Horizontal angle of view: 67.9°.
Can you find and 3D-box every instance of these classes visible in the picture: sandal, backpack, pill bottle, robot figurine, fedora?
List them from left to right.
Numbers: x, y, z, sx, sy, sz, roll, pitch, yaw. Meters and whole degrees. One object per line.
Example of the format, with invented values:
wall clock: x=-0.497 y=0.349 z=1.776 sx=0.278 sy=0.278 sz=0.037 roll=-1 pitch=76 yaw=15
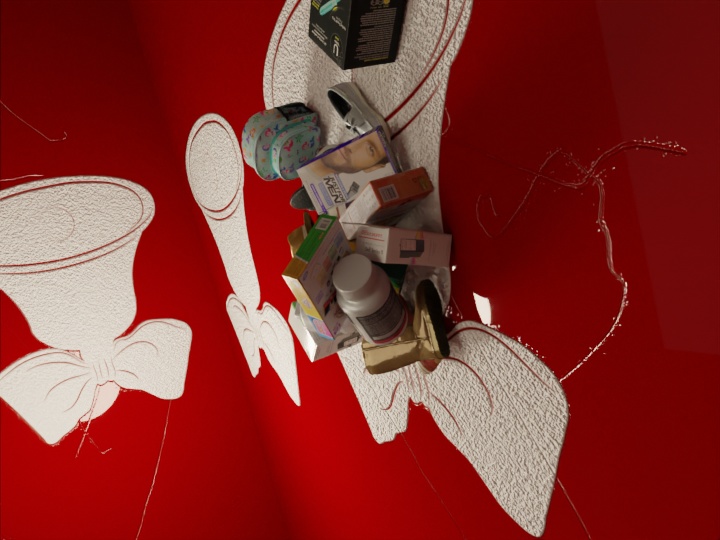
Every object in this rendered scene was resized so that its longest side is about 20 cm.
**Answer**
backpack: x=-0.203 y=-0.326 z=1.388 sx=0.151 sy=0.197 sz=0.180 roll=50 pitch=145 yaw=35
fedora: x=-0.154 y=-0.067 z=1.508 sx=0.201 sy=0.080 sz=0.205 roll=-18 pitch=-89 yaw=-89
sandal: x=-0.094 y=-0.222 z=1.320 sx=0.199 sy=0.075 sz=0.049 roll=-36 pitch=48 yaw=21
robot figurine: x=-0.065 y=0.092 z=1.280 sx=0.197 sy=0.169 sz=0.115 roll=-2 pitch=71 yaw=35
pill bottle: x=0.017 y=0.056 z=1.049 sx=0.111 sy=0.110 sz=0.201 roll=47 pitch=174 yaw=38

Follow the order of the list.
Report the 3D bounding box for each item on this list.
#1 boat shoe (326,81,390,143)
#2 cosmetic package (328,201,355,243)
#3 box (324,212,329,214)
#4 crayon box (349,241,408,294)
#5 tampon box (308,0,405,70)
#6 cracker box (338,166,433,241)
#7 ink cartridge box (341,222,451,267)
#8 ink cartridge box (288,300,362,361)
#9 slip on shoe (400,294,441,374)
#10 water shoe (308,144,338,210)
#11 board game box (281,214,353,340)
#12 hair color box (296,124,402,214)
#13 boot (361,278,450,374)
boat shoe: x=-0.009 y=-0.327 z=1.161 sx=0.202 sy=0.071 sz=0.070 roll=57 pitch=149 yaw=21
cosmetic package: x=-0.010 y=-0.125 z=1.258 sx=0.087 sy=0.102 sz=0.204 roll=5 pitch=112 yaw=57
box: x=-0.047 y=-0.079 z=1.373 sx=0.064 sy=0.069 sz=0.204 roll=-177 pitch=70 yaw=-87
crayon box: x=0.000 y=0.000 z=1.182 sx=0.196 sy=0.052 sz=0.126 roll=21 pitch=152 yaw=8
tampon box: x=-0.005 y=-0.505 z=0.987 sx=0.151 sy=0.124 sz=0.202 roll=53 pitch=148 yaw=32
cracker box: x=0.046 y=-0.132 z=1.114 sx=0.059 sy=0.132 sz=0.200 roll=65 pitch=153 yaw=8
ink cartridge box: x=0.067 y=-0.050 z=1.043 sx=0.116 sy=0.197 sz=0.069 roll=16 pitch=100 yaw=58
ink cartridge box: x=-0.071 y=0.133 z=1.425 sx=0.146 sy=0.197 sz=0.085 roll=53 pitch=145 yaw=30
slip on shoe: x=0.126 y=0.133 z=1.213 sx=0.061 sy=0.073 sz=0.202 roll=-41 pitch=61 yaw=27
water shoe: x=-0.102 y=-0.251 z=1.380 sx=0.201 sy=0.070 sz=0.080 roll=-56 pitch=17 yaw=35
board game box: x=-0.063 y=0.017 z=1.048 sx=0.040 sy=0.154 sz=0.202 roll=12 pitch=146 yaw=30
hair color box: x=-0.024 y=-0.210 z=1.129 sx=0.197 sy=0.065 sz=0.111 roll=-22 pitch=107 yaw=21
boot: x=0.084 y=0.127 z=1.163 sx=0.197 sy=0.066 sz=0.179 roll=-17 pitch=78 yaw=36
